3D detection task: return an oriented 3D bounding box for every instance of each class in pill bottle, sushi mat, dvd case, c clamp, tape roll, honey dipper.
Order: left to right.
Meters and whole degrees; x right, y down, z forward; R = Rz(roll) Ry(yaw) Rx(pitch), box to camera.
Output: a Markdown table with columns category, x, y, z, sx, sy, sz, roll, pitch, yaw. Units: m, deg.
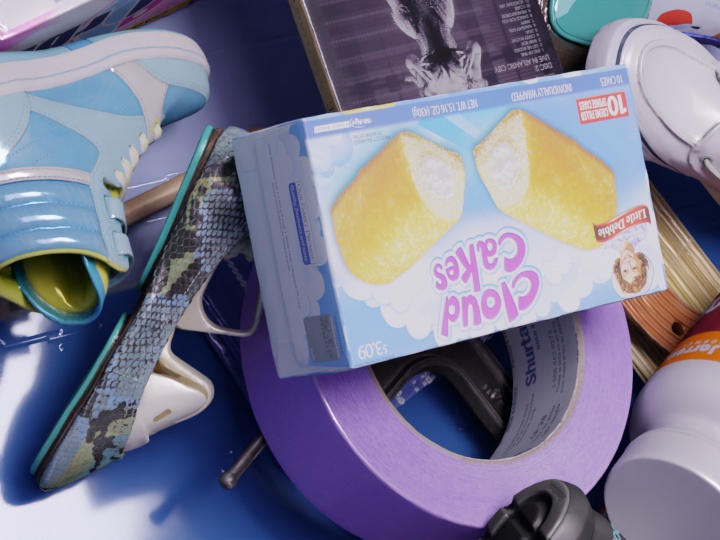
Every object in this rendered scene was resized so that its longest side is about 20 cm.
| category | x | y | z | sx | sy | sz | roll | pitch | yaw |
| --- | --- | --- | --- | --- | --- | --- | --- | --- | --- |
| honey dipper | -0.121 | -0.030 | 1.125 | 0.199 | 0.038 | 0.038 | -31 | 90 | -33 |
| dvd case | 0.030 | -0.131 | 1.118 | 0.148 | 0.016 | 0.202 | -17 | 85 | -36 |
| c clamp | 0.033 | 0.113 | 1.149 | 0.200 | 0.027 | 0.171 | 47 | 57 | -18 |
| tape roll | 0.040 | 0.039 | 1.115 | 0.199 | 0.066 | 0.202 | 13 | 65 | -28 |
| sushi mat | 0.141 | -0.024 | 1.255 | 0.201 | 0.012 | 0.096 | 53 | 51 | -4 |
| pill bottle | 0.213 | 0.071 | 1.160 | 0.113 | 0.113 | 0.200 | 49 | 52 | -5 |

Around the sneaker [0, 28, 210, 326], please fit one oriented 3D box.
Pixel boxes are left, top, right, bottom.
| category | x | y | z | sx | sy | sz | roll | pitch | yaw |
| --- | --- | --- | --- | --- | --- | --- | --- | --- | --- |
| sneaker | -0.130 | -0.042 | 1.070 | 0.199 | 0.079 | 0.131 | -18 | 78 | -48 |

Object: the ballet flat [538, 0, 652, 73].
| category | x | y | z | sx | sy | sz | roll | pitch | yaw |
| --- | --- | --- | --- | --- | --- | --- | --- | --- | --- |
| ballet flat | 0.113 | -0.115 | 1.211 | 0.072 | 0.072 | 0.202 | 16 | 80 | -21 |

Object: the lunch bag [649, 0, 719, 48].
| category | x | y | z | sx | sy | sz | roll | pitch | yaw |
| --- | --- | --- | --- | --- | --- | --- | --- | --- | --- |
| lunch bag | 0.167 | -0.240 | 1.274 | 0.169 | 0.124 | 0.202 | 10 | 94 | -23 |

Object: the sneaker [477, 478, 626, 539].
| category | x | y | z | sx | sy | sz | roll | pitch | yaw |
| --- | --- | --- | --- | --- | --- | --- | --- | --- | --- |
| sneaker | 0.059 | 0.196 | 1.045 | 0.079 | 0.075 | 0.200 | 38 | 98 | -24 |

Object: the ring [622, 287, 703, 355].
| category | x | y | z | sx | sy | sz | roll | pitch | yaw |
| --- | --- | --- | --- | --- | --- | --- | --- | --- | --- |
| ring | 0.202 | -0.029 | 1.278 | 0.199 | 0.019 | 0.202 | 13 | 65 | -29 |

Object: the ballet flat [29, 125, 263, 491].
| category | x | y | z | sx | sy | sz | roll | pitch | yaw |
| --- | --- | --- | --- | --- | --- | --- | --- | --- | --- |
| ballet flat | -0.088 | 0.029 | 1.062 | 0.074 | 0.074 | 0.201 | 26 | 97 | -17 |

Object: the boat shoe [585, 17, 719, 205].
| category | x | y | z | sx | sy | sz | roll | pitch | yaw |
| --- | --- | --- | --- | --- | --- | --- | --- | --- | --- |
| boat shoe | 0.202 | -0.082 | 1.204 | 0.199 | 0.066 | 0.074 | 27 | 73 | -44 |

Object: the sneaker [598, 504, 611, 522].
| category | x | y | z | sx | sy | sz | roll | pitch | yaw |
| --- | --- | --- | --- | --- | --- | --- | --- | --- | --- |
| sneaker | 0.134 | 0.169 | 1.177 | 0.199 | 0.082 | 0.077 | -8 | 53 | -48 |

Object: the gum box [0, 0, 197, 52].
| category | x | y | z | sx | sy | sz | roll | pitch | yaw |
| --- | --- | --- | --- | --- | --- | --- | --- | --- | --- |
| gum box | -0.131 | -0.161 | 1.112 | 0.199 | 0.113 | 0.066 | -30 | 88 | -30 |

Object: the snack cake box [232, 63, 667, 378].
| category | x | y | z | sx | sy | sz | roll | pitch | yaw |
| --- | --- | --- | --- | --- | --- | --- | --- | --- | --- |
| snack cake box | 0.046 | -0.025 | 1.048 | 0.199 | 0.067 | 0.116 | -13 | 91 | -35 |

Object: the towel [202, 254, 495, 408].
| category | x | y | z | sx | sy | sz | roll | pitch | yaw |
| --- | --- | --- | --- | --- | --- | --- | --- | --- | --- |
| towel | 0.000 | 0.000 | 1.185 | 0.199 | 0.024 | 0.145 | -34 | 89 | -32 |
